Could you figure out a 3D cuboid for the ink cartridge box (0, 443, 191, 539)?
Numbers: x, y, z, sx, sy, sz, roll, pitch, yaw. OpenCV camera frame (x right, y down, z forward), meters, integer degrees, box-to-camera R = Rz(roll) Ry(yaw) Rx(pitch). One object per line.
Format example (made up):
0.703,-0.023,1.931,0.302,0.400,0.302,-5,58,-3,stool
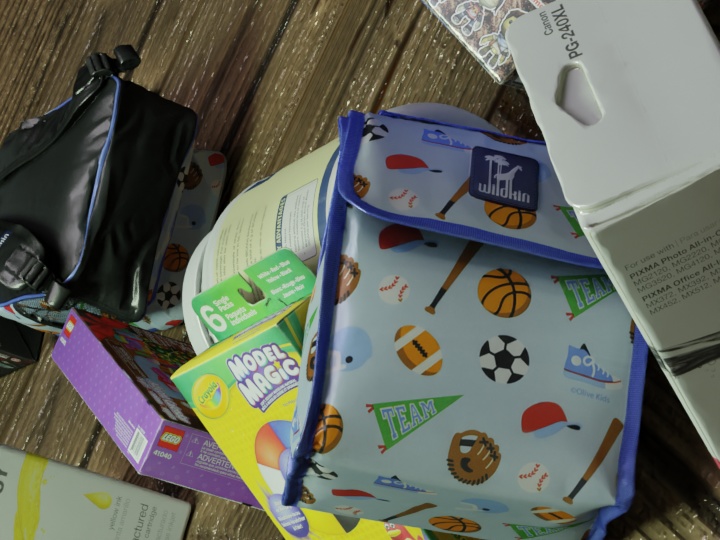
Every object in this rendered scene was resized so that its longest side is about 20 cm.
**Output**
-0.232,0.192,1.599,0.083,0.200,0.145,2,74,61,ink cartridge box

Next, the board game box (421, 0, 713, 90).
0.132,-0.186,1.183,0.200,0.159,0.097,-46,72,16,board game box

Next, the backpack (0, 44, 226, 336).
-0.197,-0.038,1.750,0.190,0.154,0.200,-8,58,50,backpack

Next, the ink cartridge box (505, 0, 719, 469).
0.149,-0.015,1.044,0.083,0.200,0.145,-26,40,9,ink cartridge box

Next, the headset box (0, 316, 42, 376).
-0.367,0.039,2.004,0.200,0.149,0.077,-23,52,53,headset box

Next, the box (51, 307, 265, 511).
-0.099,0.089,1.500,0.039,0.137,0.200,-66,28,9,box

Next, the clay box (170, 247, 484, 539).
-0.021,0.091,1.310,0.048,0.200,0.115,-41,8,-38,clay box

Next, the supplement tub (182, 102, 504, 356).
0.000,0.000,1.373,0.200,0.145,0.145,-25,51,53,supplement tub

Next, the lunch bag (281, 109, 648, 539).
0.057,0.022,1.202,0.124,0.170,0.200,110,170,-68,lunch bag
